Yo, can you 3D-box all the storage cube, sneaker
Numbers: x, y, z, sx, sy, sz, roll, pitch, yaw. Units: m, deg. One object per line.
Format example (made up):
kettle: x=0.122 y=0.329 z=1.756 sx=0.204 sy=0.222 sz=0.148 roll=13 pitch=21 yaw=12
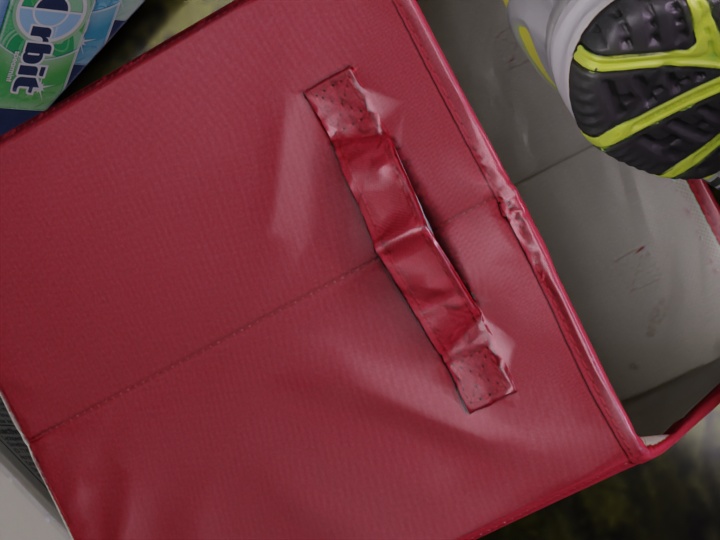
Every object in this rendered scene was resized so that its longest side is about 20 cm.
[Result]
storage cube: x=0.000 y=0.000 z=0.925 sx=0.179 sy=0.200 sz=0.172 roll=-27 pitch=91 yaw=22
sneaker: x=0.118 y=-0.060 z=0.902 sx=0.075 sy=0.200 sz=0.076 roll=-48 pitch=50 yaw=13

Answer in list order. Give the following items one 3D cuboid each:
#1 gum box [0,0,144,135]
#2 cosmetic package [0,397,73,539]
gum box: x=-0.163 y=-0.122 z=0.960 sx=0.170 sy=0.200 sz=0.045 roll=-46 pitch=41 yaw=14
cosmetic package: x=-0.148 y=0.062 z=0.987 sx=0.200 sy=0.103 sz=0.087 roll=44 pitch=105 yaw=25
